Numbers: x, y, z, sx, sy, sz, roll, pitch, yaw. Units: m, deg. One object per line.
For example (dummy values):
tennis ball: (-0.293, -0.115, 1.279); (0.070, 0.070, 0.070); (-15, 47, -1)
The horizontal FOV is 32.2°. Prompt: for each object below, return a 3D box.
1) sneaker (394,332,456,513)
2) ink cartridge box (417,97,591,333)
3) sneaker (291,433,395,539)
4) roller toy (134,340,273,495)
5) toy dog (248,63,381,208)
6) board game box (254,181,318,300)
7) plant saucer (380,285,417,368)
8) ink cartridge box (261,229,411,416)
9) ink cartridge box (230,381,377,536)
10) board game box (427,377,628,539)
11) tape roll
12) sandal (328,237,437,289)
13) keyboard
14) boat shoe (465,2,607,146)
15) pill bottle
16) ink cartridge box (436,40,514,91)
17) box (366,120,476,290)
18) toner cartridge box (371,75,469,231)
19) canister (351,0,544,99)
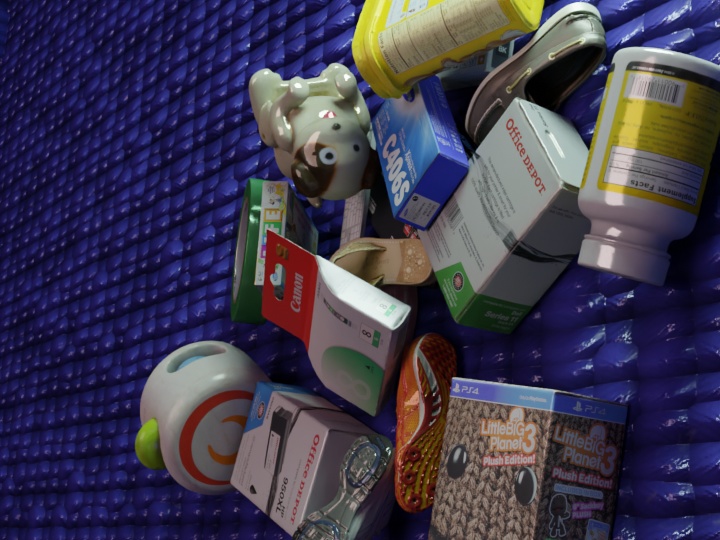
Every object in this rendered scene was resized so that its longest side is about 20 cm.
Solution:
sneaker: (0.072, 0.173, 1.397); (0.077, 0.072, 0.202); (140, 142, -65)
ink cartridge box: (0.161, -0.056, 1.310); (0.200, 0.083, 0.147); (-54, 38, 33)
sneaker: (-0.007, 0.286, 1.411); (0.074, 0.087, 0.201); (34, 88, 43)
roller toy: (-0.199, 0.197, 1.690); (0.183, 0.199, 0.140); (-58, 34, 3)
toy dog: (-0.055, -0.155, 1.538); (0.200, 0.138, 0.196); (-130, 45, -62)
board game box: (-0.093, -0.018, 1.620); (0.200, 0.034, 0.136); (61, -149, -71)
plant saucer: (-0.005, 0.058, 1.559); (0.200, 0.050, 0.202); (-25, 59, 51)
ink cartridge box: (-0.043, 0.061, 1.447); (0.199, 0.050, 0.162); (28, 140, 17)
ink cartridge box: (-0.072, 0.239, 1.564); (0.200, 0.084, 0.146); (23, 98, 57)
board game box: (0.157, 0.215, 1.204); (0.159, 0.096, 0.202); (-1, 78, 57)
tape roll: (-0.146, -0.026, 1.745); (0.200, 0.048, 0.202); (-174, 90, -80)
sandal: (0.000, -0.006, 1.451); (0.211, 0.069, 0.078); (-9, 79, 48)
keyboard: (-0.006, -0.086, 1.562); (0.056, 0.011, 0.202); (-17, 62, 56)
boat shoe: (0.186, -0.196, 1.335); (0.202, 0.072, 0.061); (-46, 38, 34)
pill bottle: (0.262, -0.093, 1.141); (0.111, 0.111, 0.202); (17, 93, 58)
ink cartridge box: (0.118, -0.320, 1.511); (0.198, 0.043, 0.202); (1, 81, 57)
box: (0.075, -0.099, 1.493); (0.160, 0.046, 0.201); (-60, 35, 25)
toner cartridge box: (0.064, -0.143, 1.412); (0.095, 0.043, 0.201); (-54, 27, 28)
canister: (0.101, -0.287, 1.381); (0.199, 0.087, 0.149); (-19, 38, 34)
